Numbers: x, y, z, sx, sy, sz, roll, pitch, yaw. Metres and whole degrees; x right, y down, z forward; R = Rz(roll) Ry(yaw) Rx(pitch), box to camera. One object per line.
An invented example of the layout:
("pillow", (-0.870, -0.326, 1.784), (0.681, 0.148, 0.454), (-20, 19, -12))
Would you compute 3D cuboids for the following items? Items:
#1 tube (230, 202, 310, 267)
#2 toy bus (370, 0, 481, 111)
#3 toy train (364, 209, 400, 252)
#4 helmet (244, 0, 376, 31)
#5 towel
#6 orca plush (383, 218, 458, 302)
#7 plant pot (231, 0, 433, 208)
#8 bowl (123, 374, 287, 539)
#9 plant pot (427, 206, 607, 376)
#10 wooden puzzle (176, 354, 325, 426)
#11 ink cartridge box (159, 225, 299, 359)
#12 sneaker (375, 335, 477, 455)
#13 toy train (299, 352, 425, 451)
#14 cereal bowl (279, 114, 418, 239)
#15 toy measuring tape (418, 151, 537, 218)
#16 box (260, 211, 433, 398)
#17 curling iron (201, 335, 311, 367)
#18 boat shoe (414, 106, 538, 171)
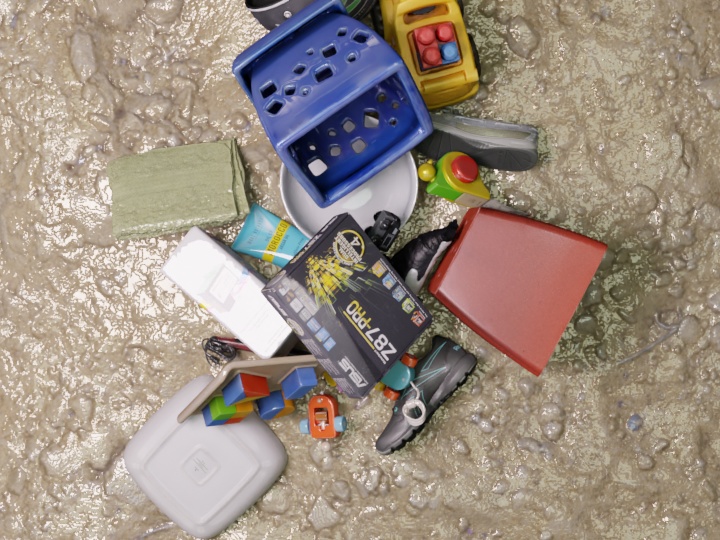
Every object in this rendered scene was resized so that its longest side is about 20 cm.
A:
("tube", (-0.084, -0.023, 1.752), (0.199, 0.050, 0.078), (25, 69, 2))
("toy bus", (0.093, -0.334, 1.672), (0.135, 0.192, 0.201), (-14, 91, 1))
("toy train", (0.000, 0.000, 1.693), (0.046, 0.034, 0.200), (16, 119, -32))
("helmet", (-0.065, -0.417, 1.668), (0.199, 0.200, 0.191), (-2, 112, -1))
("towel", (-0.264, -0.116, 1.719), (0.199, 0.037, 0.149), (-11, 58, -2))
("orca plush", (0.059, -0.002, 1.701), (0.071, 0.200, 0.106), (20, 51, -24))
("plant pot", (-0.045, -0.233, 1.590), (0.200, 0.200, 0.180), (-36, 64, 0))
("bowl", (-0.229, 0.280, 1.744), (0.200, 0.075, 0.200), (-44, 93, 1))
("plant pot", (0.204, 0.011, 1.676), (0.176, 0.200, 0.200), (27, 91, -3))
("wooden puzzle", (-0.134, 0.169, 1.653), (0.199, 0.185, 0.046), (-8, 67, -34))
("ink cartridge box", (-0.172, 0.036, 1.687), (0.200, 0.145, 0.084), (40, 89, 6))
("sneaker", (0.083, 0.184, 1.756), (0.079, 0.075, 0.200), (41, 84, 12))
("toy train", (0.005, 0.178, 1.736), (0.199, 0.056, 0.151), (-11, 87, 22))
("cereal bowl", (-0.017, -0.126, 1.729), (0.199, 0.083, 0.201), (0, 91, -1))
("toy measuring tape", (0.170, -0.127, 1.734), (0.199, 0.074, 0.074), (15, 92, -26))
("box", (-0.016, 0.047, 1.614), (0.161, 0.049, 0.200), (-45, 107, -23))
("curling iron", (-0.136, 0.127, 1.760), (0.199, 0.026, 0.050), (7, 61, -11))
("boat shoe", (0.161, -0.197, 1.742), (0.201, 0.075, 0.065), (9, 57, 1))
